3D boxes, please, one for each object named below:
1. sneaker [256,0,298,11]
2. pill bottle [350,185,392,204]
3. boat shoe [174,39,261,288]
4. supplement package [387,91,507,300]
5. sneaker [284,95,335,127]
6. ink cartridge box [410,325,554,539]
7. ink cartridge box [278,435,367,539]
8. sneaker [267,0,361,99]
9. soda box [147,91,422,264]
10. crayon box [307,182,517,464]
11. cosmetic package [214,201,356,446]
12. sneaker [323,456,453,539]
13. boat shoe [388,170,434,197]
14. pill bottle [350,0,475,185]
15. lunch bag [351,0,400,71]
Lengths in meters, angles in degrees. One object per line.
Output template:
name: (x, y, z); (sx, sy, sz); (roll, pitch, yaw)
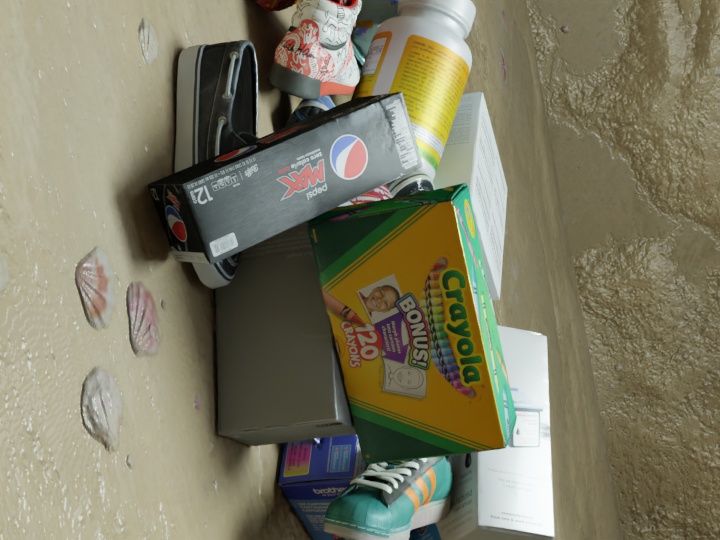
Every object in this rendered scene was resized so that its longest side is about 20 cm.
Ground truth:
sneaker: (-0.073, -0.301, 1.282); (0.077, 0.073, 0.200); (51, 20, 3)
pill bottle: (0.000, 0.000, 1.172); (0.201, 0.109, 0.110); (65, 6, 32)
boat shoe: (-0.103, -0.087, 1.040); (0.072, 0.067, 0.202); (41, 44, -66)
supplement package: (0.079, -0.078, 1.510); (0.201, 0.151, 0.151); (-80, 156, -47)
sneaker: (-0.018, -0.088, 1.319); (0.077, 0.075, 0.201); (-81, 159, -58)
ink cartridge box: (0.112, 0.170, 1.241); (0.146, 0.085, 0.201); (132, -36, -55)
ink cartridge box: (-0.013, 0.174, 1.211); (0.201, 0.076, 0.137); (68, 22, -45)
sneaker: (-0.026, -0.234, 1.299); (0.109, 0.067, 0.201); (-66, 172, 18)
soda box: (-0.054, -0.072, 0.991); (0.199, 0.071, 0.064); (-26, 105, -27)
crayon box: (0.042, 0.043, 1.018); (0.058, 0.118, 0.202); (-46, 124, -67)
cosmetic package: (-0.058, 0.037, 1.072); (0.090, 0.106, 0.202); (32, 54, -68)
sneaker: (0.026, 0.177, 1.105); (0.200, 0.071, 0.081); (-2, 100, -67)
boat shoe: (0.053, -0.012, 1.373); (0.062, 0.074, 0.201); (45, -40, 42)
pill bottle: (0.054, -0.198, 1.391); (0.201, 0.110, 0.111); (-71, 157, -11)
lunch bag: (0.031, -0.319, 1.524); (0.171, 0.121, 0.201); (-73, 145, -57)
